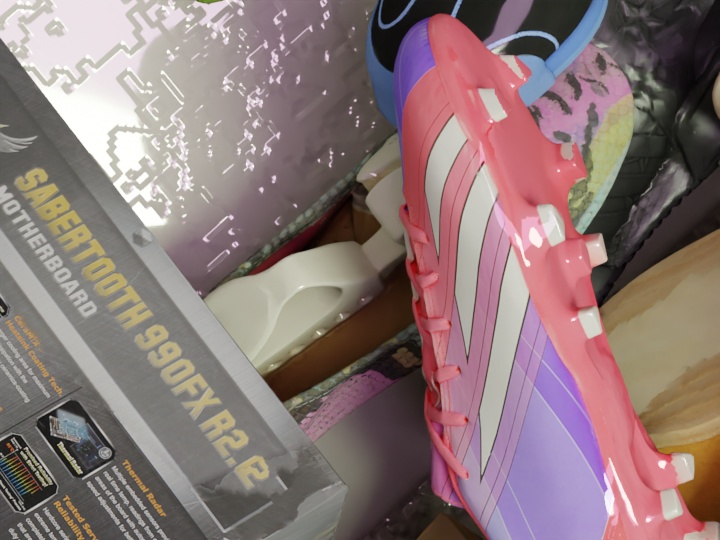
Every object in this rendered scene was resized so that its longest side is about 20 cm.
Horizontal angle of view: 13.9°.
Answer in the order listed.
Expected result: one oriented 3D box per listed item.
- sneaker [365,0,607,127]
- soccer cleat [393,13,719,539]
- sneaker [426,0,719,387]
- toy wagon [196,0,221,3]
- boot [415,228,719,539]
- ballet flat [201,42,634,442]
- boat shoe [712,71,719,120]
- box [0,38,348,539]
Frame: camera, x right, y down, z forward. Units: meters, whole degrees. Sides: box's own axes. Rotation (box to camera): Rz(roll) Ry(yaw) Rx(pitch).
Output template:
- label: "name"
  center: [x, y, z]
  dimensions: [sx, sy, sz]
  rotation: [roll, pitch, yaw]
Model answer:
- label: "sneaker"
  center: [0.058, -0.135, 0.901]
  dimensions: [0.200, 0.070, 0.078]
  rotation: [-57, 148, -23]
- label: "soccer cleat"
  center: [0.041, 0.025, 0.857]
  dimensions: [0.076, 0.067, 0.200]
  rotation: [-19, 106, 18]
- label: "sneaker"
  center: [0.063, -0.053, 0.967]
  dimensions: [0.104, 0.060, 0.200]
  rotation: [41, 87, -5]
- label: "toy wagon"
  center: [-0.009, -0.180, 0.942]
  dimensions: [0.200, 0.040, 0.155]
  rotation: [-20, 100, -17]
- label: "boot"
  center: [0.115, 0.079, 0.962]
  dimensions: [0.201, 0.071, 0.144]
  rotation: [-44, 132, 9]
- label: "ballet flat"
  center: [0.000, 0.000, 0.909]
  dimensions: [0.200, 0.071, 0.069]
  rotation: [-40, 69, 10]
- label: "boat shoe"
  center: [0.180, -0.060, 0.967]
  dimensions: [0.200, 0.063, 0.071]
  rotation: [-20, 130, -58]
- label: "box"
  center: [-0.126, 0.035, 0.850]
  dimensions: [0.158, 0.048, 0.200]
  rotation: [-31, 71, -24]
